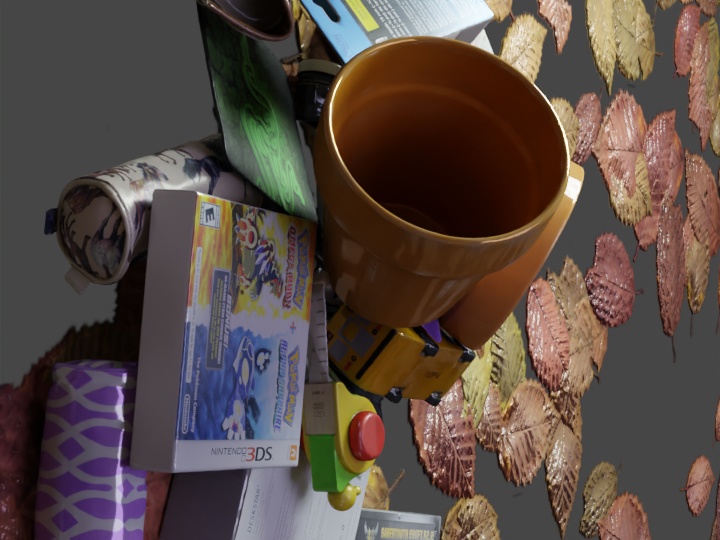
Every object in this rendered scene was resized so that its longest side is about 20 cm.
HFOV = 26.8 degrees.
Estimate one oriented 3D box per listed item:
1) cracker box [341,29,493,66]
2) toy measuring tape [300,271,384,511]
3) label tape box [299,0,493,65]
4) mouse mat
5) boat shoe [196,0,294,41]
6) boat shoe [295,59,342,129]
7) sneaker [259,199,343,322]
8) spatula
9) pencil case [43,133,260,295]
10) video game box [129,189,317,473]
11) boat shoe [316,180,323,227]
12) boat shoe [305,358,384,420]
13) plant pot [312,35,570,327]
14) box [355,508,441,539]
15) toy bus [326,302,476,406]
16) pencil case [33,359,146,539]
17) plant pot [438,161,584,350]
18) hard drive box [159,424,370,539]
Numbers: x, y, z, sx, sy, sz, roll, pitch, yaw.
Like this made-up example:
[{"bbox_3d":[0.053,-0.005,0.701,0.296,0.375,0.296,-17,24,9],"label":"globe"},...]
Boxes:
[{"bbox_3d":[0.064,-0.190,1.483,0.201,0.132,0.058,60,32,-42],"label":"cracker box"},{"bbox_3d":[-0.018,0.101,1.277,0.073,0.073,0.203,-6,92,-60],"label":"toy measuring tape"},{"bbox_3d":[0.002,-0.235,1.300,0.199,0.063,0.145,-28,79,-42],"label":"label tape box"},{"bbox_3d":[-0.086,-0.136,1.265,0.161,0.007,0.202,41,31,-54],"label":"mouse mat"},{"bbox_3d":[-0.118,-0.248,1.180,0.199,0.072,0.076,33,100,-40],"label":"boat shoe"},{"bbox_3d":[0.001,-0.128,1.441,0.199,0.074,0.067,38,61,-54],"label":"boat shoe"},{"bbox_3d":[-0.038,-0.007,1.384,0.200,0.066,0.091,54,49,-44],"label":"sneaker"},{"bbox_3d":[0.000,0.000,1.326,0.199,0.021,0.057,33,23,-20],"label":"spatula"},{"bbox_3d":[-0.154,-0.049,1.166,0.078,0.090,0.200,47,31,9],"label":"pencil case"},{"bbox_3d":[-0.099,0.051,1.143,0.182,0.046,0.203,11,83,-65],"label":"video game box"},{"bbox_3d":[0.024,-0.117,1.350,0.074,0.085,0.204,29,68,-40],"label":"boat shoe"},{"bbox_3d":[-0.026,0.108,1.407,0.200,0.074,0.063,51,50,-58],"label":"boat shoe"},{"bbox_3d":[0.047,-0.054,1.227,0.184,0.198,0.201,114,2,-54],"label":"plant pot"},{"bbox_3d":[0.011,0.319,1.508,0.199,0.048,0.161,19,74,-60],"label":"box"},{"bbox_3d":[0.038,0.075,1.391,0.065,0.078,0.200,-52,159,9],"label":"toy bus"},{"bbox_3d":[-0.195,0.161,1.108,0.085,0.083,0.203,42,54,-82],"label":"pencil case"},{"bbox_3d":[0.099,-0.046,1.412,0.201,0.139,0.200,-58,-176,7],"label":"plant pot"},{"bbox_3d":[-0.075,0.186,1.320,0.200,0.076,0.158,42,56,-54],"label":"hard drive box"}]
